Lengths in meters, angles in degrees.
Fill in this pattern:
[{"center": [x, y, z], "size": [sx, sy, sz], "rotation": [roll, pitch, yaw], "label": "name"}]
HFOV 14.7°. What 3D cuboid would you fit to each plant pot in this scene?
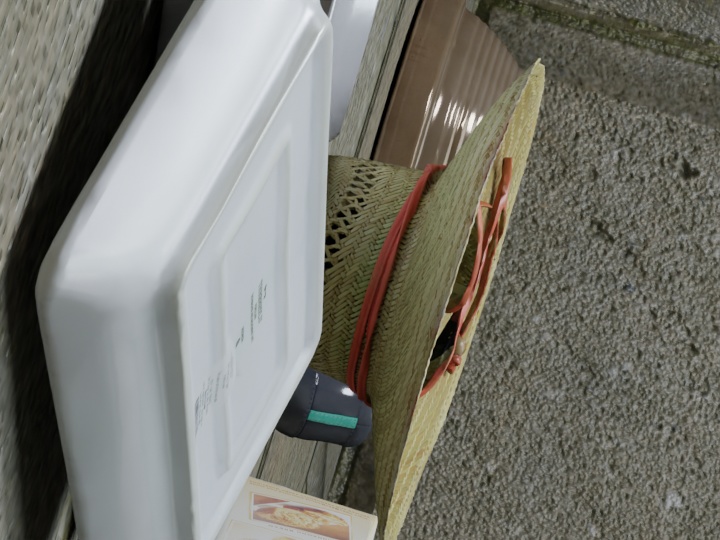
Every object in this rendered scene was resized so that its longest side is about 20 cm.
[{"center": [0.061, -0.080, 1.832], "size": [0.201, 0.092, 0.201], "rotation": [16, 90, -89], "label": "plant pot"}]

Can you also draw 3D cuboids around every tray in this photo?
[{"center": [-0.010, -0.093, 0.935], "size": [0.200, 0.022, 0.108], "rotation": [-55, 160, -82], "label": "tray"}, {"center": [-0.033, 0.006, 0.632], "size": [0.108, 0.022, 0.200], "rotation": [-61, 169, -24], "label": "tray"}]

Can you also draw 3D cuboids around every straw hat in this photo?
[{"center": [0.000, 0.000, 1.018], "size": [0.201, 0.085, 0.202], "rotation": [18, 90, -84], "label": "straw hat"}]

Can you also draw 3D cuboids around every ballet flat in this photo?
[{"center": [0.000, 0.027, 1.427], "size": [0.200, 0.073, 0.073], "rotation": [-70, 176, -59], "label": "ballet flat"}]

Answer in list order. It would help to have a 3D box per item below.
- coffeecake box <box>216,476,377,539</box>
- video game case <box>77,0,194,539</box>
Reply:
[{"center": [-0.055, 0.204, 1.257], "size": [0.200, 0.073, 0.154], "rotation": [-66, 173, -73], "label": "coffeecake box"}, {"center": [-0.037, -0.036, 0.733], "size": [0.143, 0.017, 0.200], "rotation": [-71, 177, -46], "label": "video game case"}]
